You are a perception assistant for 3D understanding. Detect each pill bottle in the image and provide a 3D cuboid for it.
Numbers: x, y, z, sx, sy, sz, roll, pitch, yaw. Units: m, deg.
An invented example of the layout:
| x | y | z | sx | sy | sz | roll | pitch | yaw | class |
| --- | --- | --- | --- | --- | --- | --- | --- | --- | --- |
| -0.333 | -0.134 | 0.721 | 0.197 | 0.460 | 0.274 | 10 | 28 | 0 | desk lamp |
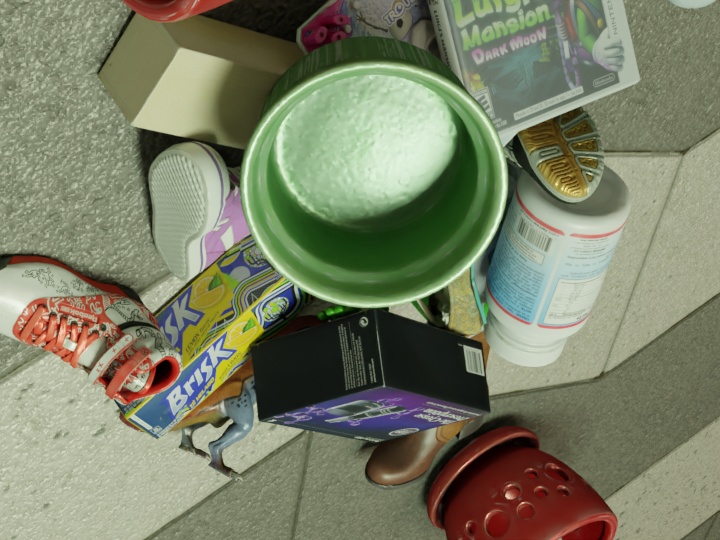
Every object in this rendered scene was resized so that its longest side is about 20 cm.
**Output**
| x | y | z | sx | sy | sz | roll | pitch | yaw | class |
| --- | --- | --- | --- | --- | --- | --- | --- | --- | --- |
| 0.181 | -0.006 | 1.433 | 0.109 | 0.109 | 0.200 | -18 | 140 | -32 | pill bottle |

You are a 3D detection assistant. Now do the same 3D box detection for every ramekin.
| x | y | z | sx | sy | sz | roll | pitch | yaw | class |
| --- | --- | --- | --- | --- | --- | --- | --- | --- | --- |
| 0.008 | -0.081 | 1.147 | 0.199 | 0.098 | 0.201 | -1 | 117 | -2 | ramekin |

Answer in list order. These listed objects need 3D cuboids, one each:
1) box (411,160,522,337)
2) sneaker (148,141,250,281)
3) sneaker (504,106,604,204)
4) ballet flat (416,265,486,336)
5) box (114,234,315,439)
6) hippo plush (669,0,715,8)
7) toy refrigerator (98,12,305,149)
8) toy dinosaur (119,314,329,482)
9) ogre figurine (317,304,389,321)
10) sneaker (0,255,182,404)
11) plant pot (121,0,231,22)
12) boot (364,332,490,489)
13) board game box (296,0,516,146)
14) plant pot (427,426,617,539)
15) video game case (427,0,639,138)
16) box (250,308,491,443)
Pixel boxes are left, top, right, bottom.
| x | y | z | sx | sy | sz | roll | pitch | yaw | class |
| --- | --- | --- | --- | --- | --- | --- | --- | --- | --- |
| 0.137 | -0.049 | 1.527 | 0.176 | 0.097 | 0.200 | -26 | 143 | -19 | box |
| -0.113 | -0.072 | 1.241 | 0.114 | 0.073 | 0.201 | -33 | 171 | -20 | sneaker |
| 0.153 | -0.124 | 1.357 | 0.075 | 0.200 | 0.088 | -10 | 142 | -23 | sneaker |
| 0.077 | 0.000 | 1.395 | 0.071 | 0.071 | 0.200 | -33 | 145 | -14 | ballet flat |
| -0.144 | 0.060 | 1.380 | 0.200 | 0.070 | 0.064 | -42 | 147 | 0 | box |
| 0.283 | -0.323 | 1.345 | 0.159 | 0.201 | 0.161 | -3 | 165 | -2 | hippo plush |
| -0.102 | -0.148 | 1.187 | 0.200 | 0.070 | 0.076 | 7 | 127 | -48 | toy refrigerator |
| -0.104 | 0.114 | 1.477 | 0.200 | 0.105 | 0.182 | 31 | 84 | -44 | toy dinosaur |
| 0.000 | 0.000 | 1.400 | 0.098 | 0.120 | 0.200 | -11 | 160 | 18 | ogre figurine |
| -0.233 | 0.053 | 1.244 | 0.067 | 0.108 | 0.201 | -51 | 146 | 15 | sneaker |
| -0.081 | -0.277 | 0.939 | 0.182 | 0.200 | 0.201 | -25 | 144 | -28 | plant pot |
| 0.083 | 0.147 | 1.720 | 0.188 | 0.068 | 0.200 | -26 | 143 | -23 | boot |
| 0.069 | -0.174 | 1.234 | 0.200 | 0.026 | 0.200 | -45 | 116 | -22 | board game box |
| 0.198 | 0.319 | 1.918 | 0.200 | 0.183 | 0.201 | -27 | 144 | -22 | plant pot |
| 0.144 | -0.218 | 1.250 | 0.200 | 0.023 | 0.182 | -24 | 106 | -31 | video game case |
| 0.013 | 0.103 | 1.405 | 0.141 | 0.079 | 0.200 | -16 | 161 | 30 | box |
